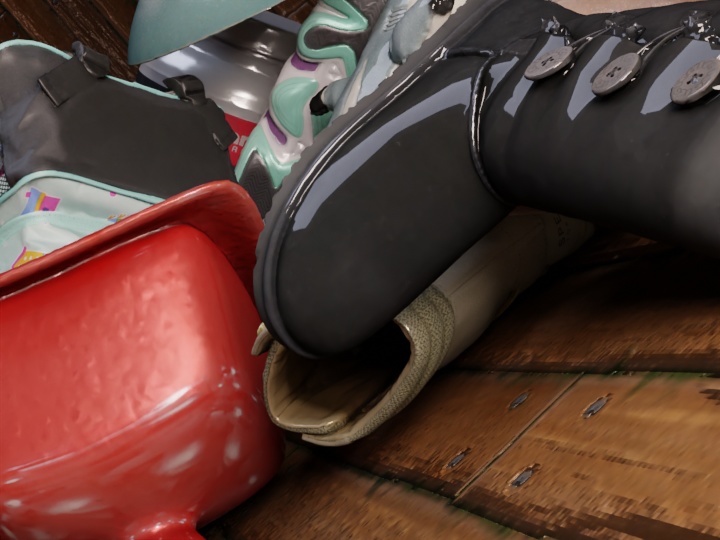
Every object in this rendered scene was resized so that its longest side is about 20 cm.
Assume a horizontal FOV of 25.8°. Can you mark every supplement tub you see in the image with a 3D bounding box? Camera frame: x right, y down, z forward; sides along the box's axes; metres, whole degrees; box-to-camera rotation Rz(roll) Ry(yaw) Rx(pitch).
[{"bbox_3d":[-0.094,-0.072,1.046,0.140,0.139,0.201,-63,-7,-78],"label":"supplement tub"}]

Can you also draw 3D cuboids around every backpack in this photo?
[{"bbox_3d":[-0.174,-0.011,0.856,0.199,0.155,0.175,-25,-22,36],"label":"backpack"}]

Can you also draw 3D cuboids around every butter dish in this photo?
[{"bbox_3d":[-0.110,0.082,0.737,0.199,0.149,0.200,-23,-27,-4],"label":"butter dish"}]

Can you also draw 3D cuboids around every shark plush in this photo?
[{"bbox_3d":[0.006,-0.075,0.817,0.090,0.083,0.201,17,-70,-44],"label":"shark plush"}]

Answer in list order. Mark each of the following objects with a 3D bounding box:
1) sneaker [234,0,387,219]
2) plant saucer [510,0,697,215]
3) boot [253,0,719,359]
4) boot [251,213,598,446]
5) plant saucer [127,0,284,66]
[{"bbox_3d":[-0.009,-0.119,0.921,0.200,0.077,0.140,-53,9,19],"label":"sneaker"},{"bbox_3d":[0.098,-0.075,0.679,0.199,0.035,0.201,-16,23,7],"label":"plant saucer"},{"bbox_3d":[0.064,-0.024,0.503,0.165,0.066,0.200,-54,33,-11],"label":"boot"},{"bbox_3d":[0.002,0.024,0.717,0.155,0.072,0.200,-40,7,-41],"label":"boot"},{"bbox_3d":[-0.050,-0.177,0.883,0.199,0.036,0.200,-25,15,7],"label":"plant saucer"}]
